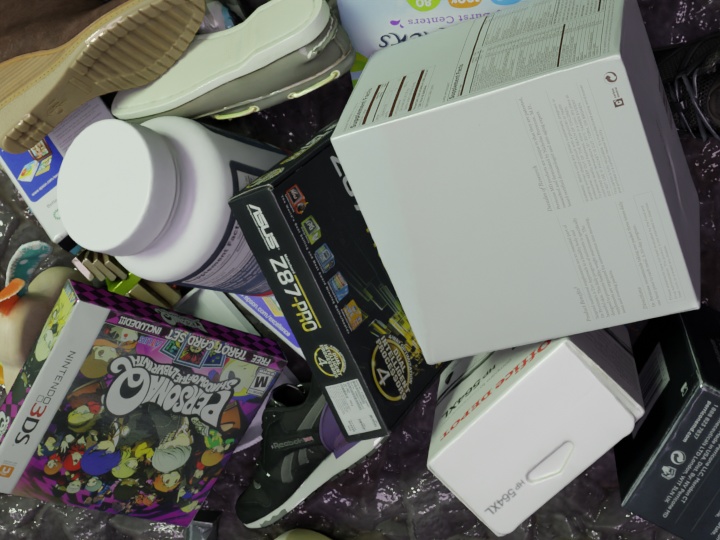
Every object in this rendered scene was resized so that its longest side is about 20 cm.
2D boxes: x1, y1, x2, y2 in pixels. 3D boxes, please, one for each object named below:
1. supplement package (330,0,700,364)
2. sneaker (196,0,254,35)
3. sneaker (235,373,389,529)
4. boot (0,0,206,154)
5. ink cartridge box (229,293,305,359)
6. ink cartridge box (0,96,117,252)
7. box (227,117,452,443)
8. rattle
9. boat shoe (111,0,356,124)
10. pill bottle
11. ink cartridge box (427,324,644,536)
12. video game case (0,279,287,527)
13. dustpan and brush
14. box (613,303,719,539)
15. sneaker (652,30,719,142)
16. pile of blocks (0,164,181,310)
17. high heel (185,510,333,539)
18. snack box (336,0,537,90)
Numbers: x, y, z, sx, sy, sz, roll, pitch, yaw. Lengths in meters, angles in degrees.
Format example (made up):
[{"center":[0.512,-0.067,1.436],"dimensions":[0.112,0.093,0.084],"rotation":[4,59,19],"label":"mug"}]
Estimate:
[{"center":[0.116,-0.069,0.922],"dimensions":[0.197,0.148,0.193],"rotation":[-13,118,22],"label":"supplement package"},{"center":[-0.150,-0.210,1.029],"dimensions":[0.086,0.078,0.201],"rotation":[-32,101,19],"label":"sneaker"},{"center":[-0.054,0.139,1.116],"dimensions":[0.088,0.076,0.200],"rotation":[46,124,-4],"label":"sneaker"},{"center":[-0.221,-0.198,0.997],"dimensions":[0.199,0.072,0.168],"rotation":[-33,57,10],"label":"boot"},{"center":[0.012,-0.004,1.088],"dimensions":[0.198,0.043,0.200],"rotation":[41,110,-6],"label":"ink cartridge box"},{"center":[-0.252,-0.121,1.054],"dimensions":[0.094,0.037,0.201],"rotation":[-37,74,-2],"label":"ink cartridge box"},{"center":[0.000,0.000,0.985],"dimensions":[0.049,0.161,0.202],"rotation":[-17,106,35],"label":"box"},{"center":[-0.294,0.034,1.072],"dimensions":[0.142,0.200,0.131],"rotation":[28,79,21],"label":"rattle"},{"center":[-0.097,-0.142,0.982],"dimensions":[0.199,0.073,0.060],"rotation":[-18,137,28],"label":"boat shoe"},{"center":[-0.123,-0.048,0.979],"dimensions":[0.118,0.199,0.122],"rotation":[-5,81,32],"label":"pill bottle"},{"center":[0.132,0.088,1.019],"dimensions":[0.084,0.200,0.146],"rotation":[43,108,-8],"label":"ink cartridge box"},{"center":[-0.182,0.112,1.058],"dimensions":[0.198,0.036,0.183],"rotation":[20,111,-37],"label":"video game case"},{"center":[-0.163,0.125,1.143],"dimensions":[0.199,0.057,0.140],"rotation":[-39,99,17],"label":"dustpan and brush"},{"center":[0.303,0.135,1.014],"dimensions":[0.198,0.197,0.119],"rotation":[27,110,-2],"label":"box"},{"center":[0.233,-0.127,0.986],"dimensions":[0.197,0.114,0.077],"rotation":[-18,103,14],"label":"sneaker"},{"center":[-0.212,-0.040,1.087],"dimensions":[0.062,0.082,0.200],"rotation":[-42,100,7],"label":"pile of blocks"},{"center":[-0.073,0.304,1.178],"dimensions":[0.197,0.071,0.145],"rotation":[11,103,21],"label":"high heel"},{"center":[0.083,-0.208,0.967],"dimensions":[0.196,0.068,0.170],"rotation":[-2,138,9],"label":"snack box"}]
